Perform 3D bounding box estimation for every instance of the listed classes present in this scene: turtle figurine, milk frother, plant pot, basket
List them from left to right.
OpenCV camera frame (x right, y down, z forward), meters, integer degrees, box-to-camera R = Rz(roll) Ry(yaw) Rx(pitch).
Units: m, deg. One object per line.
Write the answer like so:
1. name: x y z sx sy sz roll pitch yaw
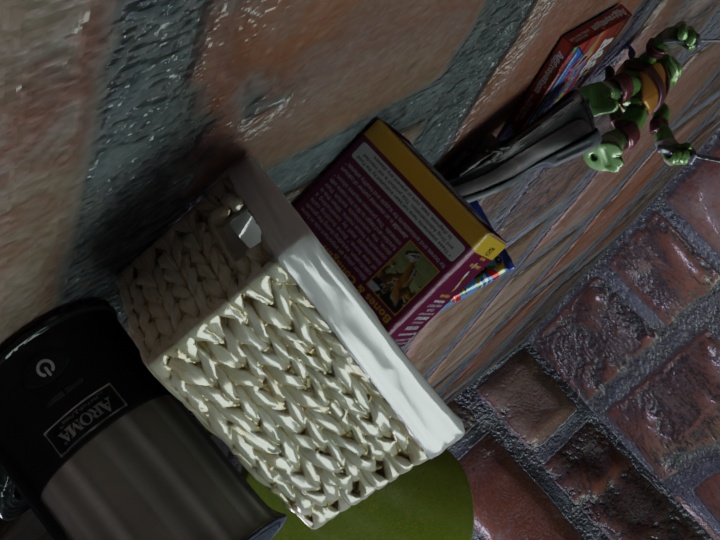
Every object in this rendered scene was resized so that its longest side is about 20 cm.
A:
1. milk frother: -0.167 0.154 0.683 0.180 0.188 0.200 -42 167 0
2. basket: -0.047 0.052 0.648 0.123 0.136 0.200 -38 123 0
3. plant pot: -0.040 0.187 0.824 0.187 0.187 0.200 -45 125 12
4. turtle figurine: 0.336 -0.185 1.094 0.194 0.200 0.144 -33 154 -34

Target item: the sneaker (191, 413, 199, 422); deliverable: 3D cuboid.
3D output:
1. sneaker: -0.205 0.177 0.893 0.200 0.079 0.078 -47 158 1

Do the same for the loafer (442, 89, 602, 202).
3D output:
1. loafer: 0.146 -0.122 1.016 0.199 0.063 0.072 -23 -164 -10

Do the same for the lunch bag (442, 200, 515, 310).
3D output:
1. lunch bag: 0.071 0.001 1.125 0.150 0.094 0.200 -29 177 -3

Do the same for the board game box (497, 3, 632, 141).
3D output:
1. board game box: 0.204 -0.188 1.062 0.103 0.019 0.200 -35 165 -34

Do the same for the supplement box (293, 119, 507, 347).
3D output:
1. supplement box: 0.000 0.000 0.813 0.200 0.131 0.103 -44 167 9

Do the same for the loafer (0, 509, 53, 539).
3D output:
1. loafer: -0.268 0.223 0.834 0.200 0.070 0.070 -44 -160 10
